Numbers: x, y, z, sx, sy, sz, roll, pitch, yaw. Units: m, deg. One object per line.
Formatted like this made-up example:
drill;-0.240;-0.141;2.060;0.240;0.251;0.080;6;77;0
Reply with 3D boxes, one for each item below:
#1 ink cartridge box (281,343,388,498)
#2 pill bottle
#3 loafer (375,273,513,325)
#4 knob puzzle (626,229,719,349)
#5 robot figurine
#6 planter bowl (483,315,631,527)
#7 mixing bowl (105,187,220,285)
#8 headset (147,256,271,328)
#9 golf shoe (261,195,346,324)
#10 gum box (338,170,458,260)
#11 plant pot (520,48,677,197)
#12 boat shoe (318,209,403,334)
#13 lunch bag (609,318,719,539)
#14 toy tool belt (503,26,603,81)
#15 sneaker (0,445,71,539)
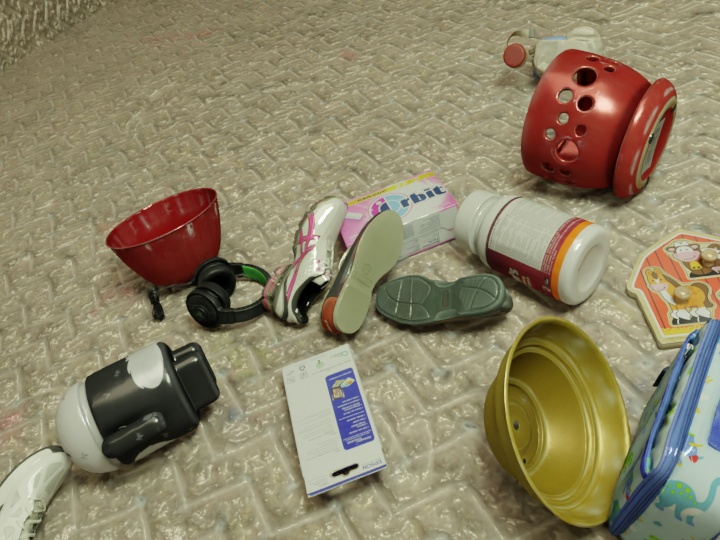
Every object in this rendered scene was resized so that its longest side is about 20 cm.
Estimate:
ink cartridge box;-0.034;0.184;0.759;0.098;0.040;0.201;-18;38;-2
pill bottle;0.233;-0.040;0.868;0.109;0.111;0.199;-37;43;-24
loafer;0.113;0.048;0.857;0.197;0.063;0.073;-4;65;37
knob puzzle;0.446;0.006;0.804;0.215;0.031;0.222;-10;40;8
robot figurine;-0.282;0.173;0.794;0.197;0.151;0.126;-26;69;-13
planter bowl;0.187;0.156;0.644;0.083;0.201;0.201;-26;22;49
mixing bowl;-0.311;-0.045;1.049;0.196;0.110;0.201;-17;27;9
headset;-0.235;0.045;0.982;0.195;0.095;0.125;1;36;-3
golf shoe;-0.066;-0.013;0.937;0.091;0.072;0.203;25;86;35
gum box;0.060;-0.081;1.008;0.196;0.067;0.114;-21;41;-5
plant pot;0.375;-0.223;0.967;0.181;0.203;0.200;26;54;30
boat shoe;0.000;0.000;0.905;0.062;0.071;0.203;-6;54;58
lunch bag;0.306;0.154;0.574;0.081;0.162;0.200;27;54;21
toy tool belt;0.400;-0.435;1.282;0.196;0.128;0.123;6;12;20
sneaker;-0.386;0.312;0.720;0.114;0.076;0.202;19;59;24
